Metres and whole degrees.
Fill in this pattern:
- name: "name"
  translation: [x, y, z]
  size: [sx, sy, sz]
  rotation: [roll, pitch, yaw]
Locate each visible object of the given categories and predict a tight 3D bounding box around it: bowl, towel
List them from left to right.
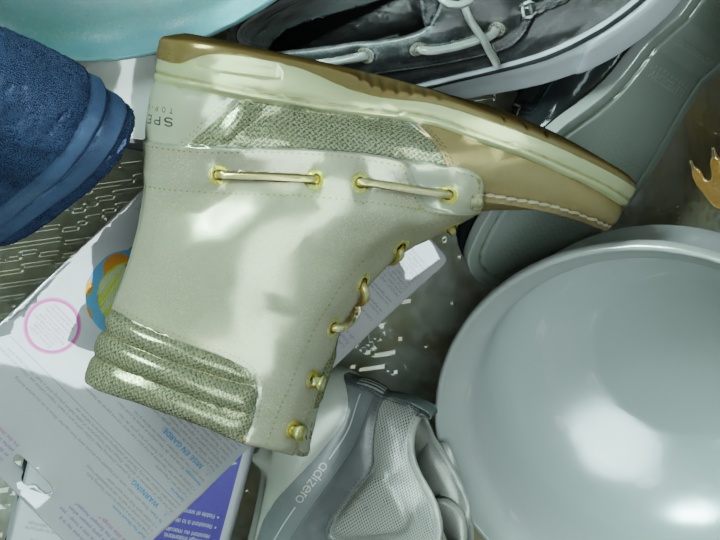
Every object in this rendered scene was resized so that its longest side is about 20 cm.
- name: "towel"
  translation: [-0.192, -0.072, 0.783]
  size: [0.200, 0.049, 0.112]
  rotation: [27, 143, -30]
- name: "bowl"
  translation: [0.140, 0.056, 0.931]
  size: [0.201, 0.090, 0.201]
  rotation: [9, 122, 15]

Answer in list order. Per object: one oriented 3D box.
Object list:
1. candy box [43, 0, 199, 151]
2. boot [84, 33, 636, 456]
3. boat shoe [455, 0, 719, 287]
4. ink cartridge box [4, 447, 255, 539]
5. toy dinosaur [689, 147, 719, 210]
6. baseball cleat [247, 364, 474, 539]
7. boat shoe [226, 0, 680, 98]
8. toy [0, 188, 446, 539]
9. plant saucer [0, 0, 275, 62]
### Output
- name: "candy box"
  translation: [-0.161, -0.151, 0.857]
  size: [0.200, 0.072, 0.168]
  rotation: [10, 102, -11]
- name: "boot"
  translation: [0.000, 0.000, 0.841]
  size: [0.200, 0.072, 0.155]
  rotation: [13, 95, -13]
- name: "boat shoe"
  translation: [0.106, -0.082, 0.926]
  size: [0.200, 0.060, 0.076]
  rotation: [-47, 140, 3]
- name: "ink cartridge box"
  translation: [-0.107, 0.106, 0.952]
  size: [0.099, 0.039, 0.200]
  rotation: [14, 101, -13]
- name: "toy dinosaur"
  translation: [0.202, -0.027, 0.936]
  size: [0.106, 0.060, 0.200]
  rotation: [-16, 105, -47]
- name: "baseball cleat"
  translation: [-0.010, 0.142, 0.935]
  size: [0.106, 0.070, 0.200]
  rotation: [19, 118, 18]
- name: "boat shoe"
  translation: [0.041, -0.118, 0.878]
  size: [0.199, 0.074, 0.068]
  rotation: [-14, 148, 12]
- name: "toy"
  translation: [-0.075, 0.020, 0.890]
  size: [0.200, 0.047, 0.115]
  rotation: [-42, 109, -1]
- name: "plant saucer"
  translation: [-0.085, -0.161, 0.771]
  size: [0.200, 0.027, 0.200]
  rotation: [-15, 139, -13]
